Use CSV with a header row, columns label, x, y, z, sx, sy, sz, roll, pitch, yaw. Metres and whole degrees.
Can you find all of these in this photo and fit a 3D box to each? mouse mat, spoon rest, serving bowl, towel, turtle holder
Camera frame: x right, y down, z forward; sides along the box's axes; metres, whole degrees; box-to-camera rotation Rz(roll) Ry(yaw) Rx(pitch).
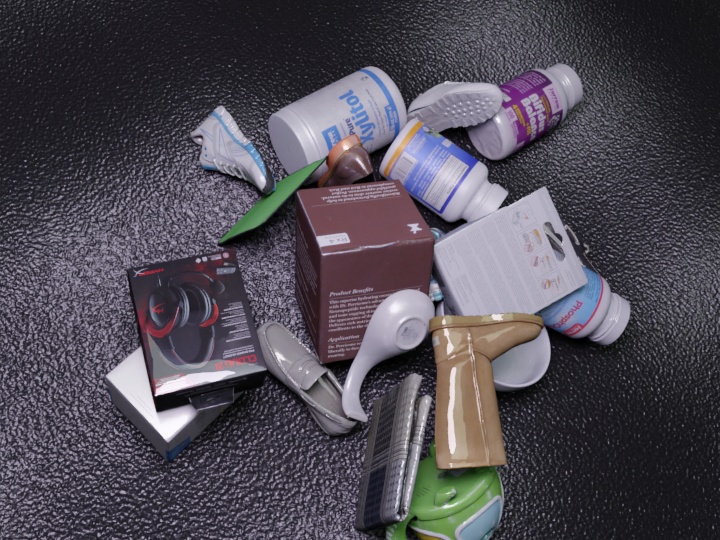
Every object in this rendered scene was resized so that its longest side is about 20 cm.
label,x,y,z,sx,sy,sz,roll,pitch,yaw
mouse mat,-0.136,-0.105,1.353,0.008,0.200,0.161,48,65,-15
spoon rest,0.033,0.114,1.258,0.099,0.061,0.201,27,99,-35
serving bowl,0.195,0.104,1.377,0.199,0.066,0.201,17,49,-20
towel,0.044,0.255,1.231,0.034,0.193,0.201,14,66,-11
turtle holder,0.122,0.334,1.236,0.186,0.140,0.132,-47,121,-49

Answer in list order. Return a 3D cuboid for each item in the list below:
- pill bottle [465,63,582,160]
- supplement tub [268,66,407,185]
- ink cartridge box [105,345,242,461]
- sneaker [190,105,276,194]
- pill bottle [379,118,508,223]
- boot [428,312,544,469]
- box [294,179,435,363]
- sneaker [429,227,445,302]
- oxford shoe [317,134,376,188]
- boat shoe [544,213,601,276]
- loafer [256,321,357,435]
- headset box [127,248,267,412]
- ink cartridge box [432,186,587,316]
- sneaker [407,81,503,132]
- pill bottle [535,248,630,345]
label,x,y,z,sx,sy,sz,roll,pitch,yaw
pill bottle,0.288,-0.282,1.549,0.199,0.112,0.113,-32,76,-20
supplement tub,-0.035,-0.238,1.459,0.199,0.132,0.132,-31,76,-21
ink cartridge box,-0.239,0.144,1.258,0.125,0.129,0.200,43,65,9
sneaker,-0.208,-0.176,1.428,0.086,0.075,0.200,-35,55,-9
pill bottle,0.139,-0.151,1.465,0.199,0.112,0.112,35,65,5
boot,0.175,0.163,1.204,0.174,0.066,0.202,-2,74,-10
box,0.000,0.000,1.297,0.165,0.201,0.165,-7,37,-14
sneaker,0.116,-0.034,1.378,0.077,0.087,0.200,-14,24,7
oxford shoe,-0.018,-0.134,1.381,0.071,0.200,0.073,-35,79,-12
boat shoe,0.344,-0.039,1.481,0.060,0.074,0.200,-36,69,-17
loafer,-0.074,0.152,1.294,0.200,0.070,0.070,49,55,-5
headset box,-0.215,0.087,1.175,0.148,0.075,0.201,-11,68,-16
ink cartridge box,0.210,-0.006,1.294,0.199,0.057,0.163,-29,98,-17
sneaker,0.156,-0.287,1.491,0.076,0.199,0.081,46,55,-32
pill bottle,0.315,0.038,1.383,0.199,0.109,0.109,27,64,-14
